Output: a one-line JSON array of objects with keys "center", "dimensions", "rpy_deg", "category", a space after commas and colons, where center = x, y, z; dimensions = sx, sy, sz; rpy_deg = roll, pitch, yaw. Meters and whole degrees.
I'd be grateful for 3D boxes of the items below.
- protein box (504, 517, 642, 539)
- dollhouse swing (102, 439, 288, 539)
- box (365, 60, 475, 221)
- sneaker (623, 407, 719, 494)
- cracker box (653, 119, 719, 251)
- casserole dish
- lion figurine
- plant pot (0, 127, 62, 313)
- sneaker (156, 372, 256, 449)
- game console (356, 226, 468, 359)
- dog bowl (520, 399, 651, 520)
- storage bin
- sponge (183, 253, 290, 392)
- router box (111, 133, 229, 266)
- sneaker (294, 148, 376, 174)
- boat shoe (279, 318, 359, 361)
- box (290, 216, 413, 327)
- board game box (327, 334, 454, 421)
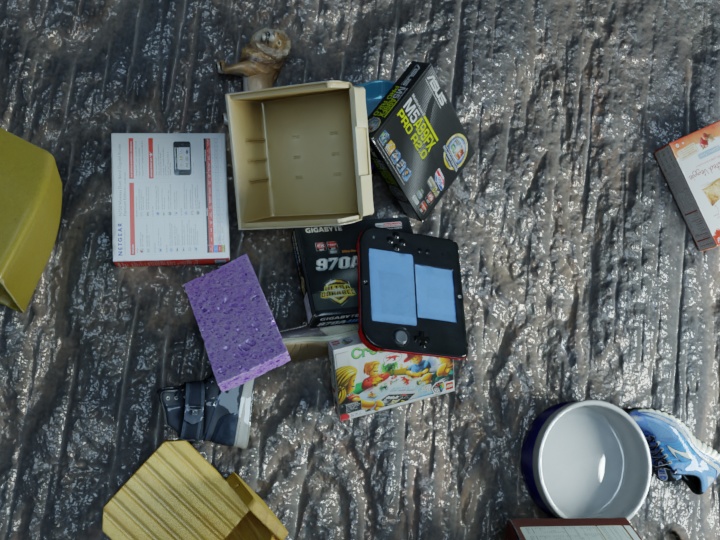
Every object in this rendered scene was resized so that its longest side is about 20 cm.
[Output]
[{"center": [0.317, 0.493, 1.166], "dimensions": [0.196, 0.135, 0.202], "rpy_deg": [3, 108, -10], "category": "protein box"}, {"center": [-0.246, 0.366, 1.103], "dimensions": [0.200, 0.181, 0.176], "rpy_deg": [-46, 111, -14], "category": "dollhouse swing"}, {"center": [0.093, -0.204, 1.259], "dimensions": [0.161, 0.044, 0.201], "rpy_deg": [-51, 135, -15], "category": "box"}, {"center": [0.513, 0.300, 1.304], "dimensions": [0.199, 0.079, 0.090], "rpy_deg": [37, 73, -4], "category": "sneaker"}, {"center": [0.636, -0.154, 1.413], "dimensions": [0.132, 0.058, 0.203], "rpy_deg": [-23, 87, -13], "category": "cracker box"}, {"center": [0.001, -0.257, 1.280], "dimensions": [0.197, 0.039, 0.121], "rpy_deg": [-23, 42, -25], "category": "casserole dish"}, {"center": [-0.166, -0.290, 1.278], "dimensions": [0.120, 0.072, 0.204], "rpy_deg": [-6, 96, -20], "category": "lion figurine"}, {"center": [-0.528, -0.090, 1.108], "dimensions": [0.192, 0.196, 0.203], "rpy_deg": [26, 70, -6], "category": "plant pot"}, {"center": [-0.229, 0.157, 1.180], "dimensions": [0.143, 0.077, 0.207], "rpy_deg": [8, 79, -11], "category": "sneaker"}, {"center": [0.078, 0.033, 1.196], "dimensions": [0.173, 0.031, 0.204], "rpy_deg": [6, 63, -14], "category": "game console"}, {"center": [0.364, 0.313, 1.271], "dimensions": [0.196, 0.079, 0.204], "rpy_deg": [2, 81, -10], "category": "dog bowl"}, {"center": [-0.089, -0.170, 1.179], "dimensions": [0.195, 0.093, 0.204], "rpy_deg": [0, 99, 28], "category": "storage bin"}, {"center": [-0.187, 0.074, 1.170], "dimensions": [0.110, 0.030, 0.202], "rpy_deg": [-24, 54, -6], "category": "sponge"}, {"center": [-0.295, -0.112, 1.225], "dimensions": [0.176, 0.049, 0.204], "rpy_deg": [-1, 81, -11], "category": "router box"}, {"center": [-0.011, -0.160, 1.285], "dimensions": [0.196, 0.070, 0.102], "rpy_deg": [-10, 90, -10], "category": "sneaker"}, {"center": [-0.062, 0.096, 1.229], "dimensions": [0.196, 0.072, 0.066], "rpy_deg": [-6, 64, -14], "category": "boat shoe"}, {"center": [0.000, 0.000, 1.233], "dimensions": [0.196, 0.046, 0.162], "rpy_deg": [-4, 64, -19], "category": "box"}, {"center": [0.051, 0.150, 1.226], "dimensions": [0.196, 0.035, 0.129], "rpy_deg": [-13, 115, -15], "category": "board game box"}]
